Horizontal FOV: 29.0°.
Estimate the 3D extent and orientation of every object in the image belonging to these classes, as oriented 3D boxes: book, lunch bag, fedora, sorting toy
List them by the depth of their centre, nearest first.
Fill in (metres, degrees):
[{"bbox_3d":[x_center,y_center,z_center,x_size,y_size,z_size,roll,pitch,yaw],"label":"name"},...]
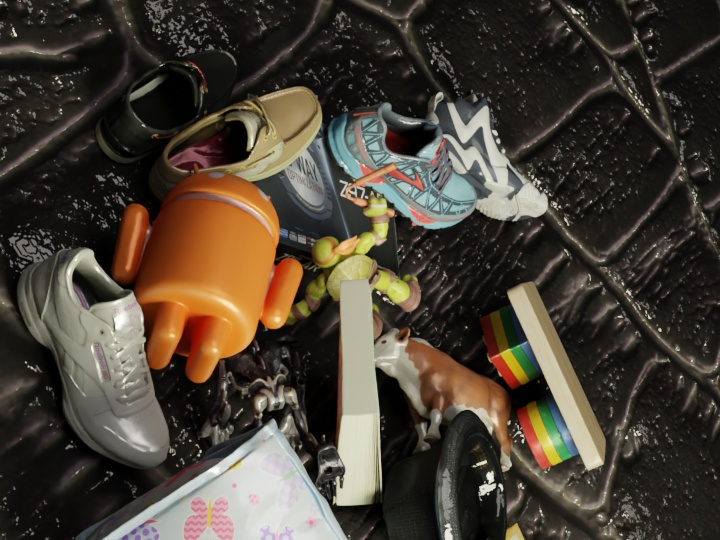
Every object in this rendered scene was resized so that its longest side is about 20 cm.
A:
[{"bbox_3d":[-0.108,0.239,1.101,0.171,0.199,0.127,57,2,-4],"label":"lunch bag"},{"bbox_3d":[-0.005,0.117,1.290,0.047,0.201,0.135,-2,59,-1],"label":"book"},{"bbox_3d":[0.077,0.230,1.343,0.200,0.091,0.203,-8,90,-70],"label":"fedora"},{"bbox_3d":[0.193,0.119,1.515,0.202,0.069,0.199,66,10,4],"label":"sorting toy"}]

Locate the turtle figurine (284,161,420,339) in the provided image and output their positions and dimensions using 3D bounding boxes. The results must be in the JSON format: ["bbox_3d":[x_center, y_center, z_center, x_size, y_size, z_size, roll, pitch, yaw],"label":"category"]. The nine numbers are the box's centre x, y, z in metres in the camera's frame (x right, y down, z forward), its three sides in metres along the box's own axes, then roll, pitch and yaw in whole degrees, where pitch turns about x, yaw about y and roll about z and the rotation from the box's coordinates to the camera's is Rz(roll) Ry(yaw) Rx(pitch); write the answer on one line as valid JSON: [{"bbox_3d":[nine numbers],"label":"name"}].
[{"bbox_3d":[0.000,0.000,1.379,0.064,0.200,0.161,41,1,40],"label":"turtle figurine"}]

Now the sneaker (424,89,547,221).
[{"bbox_3d":[0.148,-0.146,1.656,0.197,0.079,0.131,19,65,-26],"label":"sneaker"}]

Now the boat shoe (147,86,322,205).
[{"bbox_3d":[-0.113,-0.126,1.339,0.199,0.067,0.074,-35,78,-27],"label":"boat shoe"}]

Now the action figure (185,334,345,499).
[{"bbox_3d":[-0.090,0.127,1.258,0.118,0.103,0.200,-2,35,-25],"label":"action figure"}]

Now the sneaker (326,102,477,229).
[{"bbox_3d":[0.062,-0.111,1.472,0.199,0.095,0.080,27,53,-33],"label":"sneaker"}]

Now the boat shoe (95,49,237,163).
[{"bbox_3d":[-0.175,-0.170,1.357,0.074,0.063,0.201,52,40,-4],"label":"boat shoe"}]

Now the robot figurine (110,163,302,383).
[{"bbox_3d":[-0.138,-0.004,1.233,0.117,0.142,0.202,61,32,-47],"label":"robot figurine"}]

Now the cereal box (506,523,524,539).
[{"bbox_3d":[0.150,0.377,1.412,0.143,0.039,0.202,-18,83,-48],"label":"cereal box"}]

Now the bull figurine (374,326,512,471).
[{"bbox_3d":[0.088,0.137,1.458,0.199,0.065,0.123,23,56,-35],"label":"bull figurine"}]

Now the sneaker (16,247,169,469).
[{"bbox_3d":[-0.213,0.074,1.161,0.075,0.099,0.201,-34,96,-49],"label":"sneaker"}]

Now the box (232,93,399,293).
[{"bbox_3d":[-0.050,-0.077,1.447,0.199,0.043,0.162,18,58,-39],"label":"box"}]
